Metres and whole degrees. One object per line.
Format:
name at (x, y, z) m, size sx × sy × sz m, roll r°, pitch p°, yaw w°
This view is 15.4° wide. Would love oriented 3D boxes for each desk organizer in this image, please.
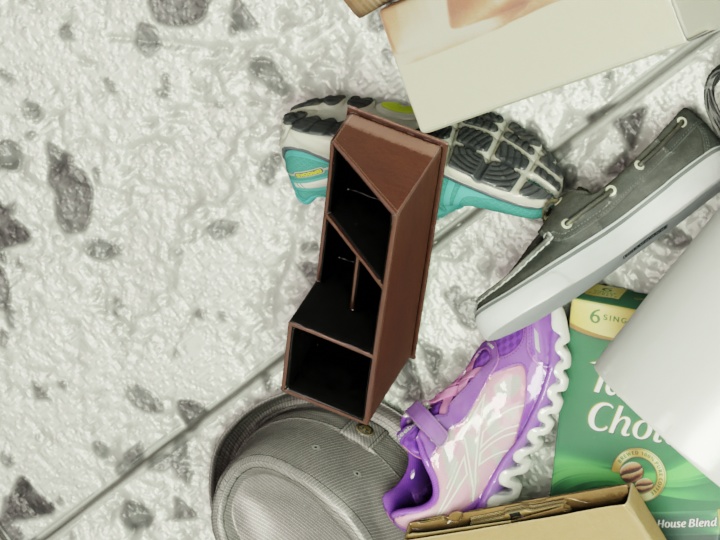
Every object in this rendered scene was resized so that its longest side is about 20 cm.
desk organizer at (0.000, 0.000, 1.738) m, size 0.071 × 0.077 × 0.201 m, roll 21°, pitch 136°, yaw 14°

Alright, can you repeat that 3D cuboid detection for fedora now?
fedora at (-0.024, 0.177, 1.828) m, size 0.200 × 0.090 × 0.177 m, roll 39°, pitch 113°, yaw 7°

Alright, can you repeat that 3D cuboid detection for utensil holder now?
utensil holder at (0.263, 0.033, 1.616) m, size 0.170 × 0.170 × 0.200 m, roll 41°, pitch 95°, yaw 6°

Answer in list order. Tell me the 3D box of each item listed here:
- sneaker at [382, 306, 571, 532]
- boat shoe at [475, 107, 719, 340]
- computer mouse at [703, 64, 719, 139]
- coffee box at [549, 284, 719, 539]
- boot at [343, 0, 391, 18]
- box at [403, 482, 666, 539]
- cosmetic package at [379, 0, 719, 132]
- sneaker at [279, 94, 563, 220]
sneaker at (0.073, 0.100, 1.759) m, size 0.088 × 0.081 × 0.201 m, roll 16°, pitch 103°, yaw -18°
boat shoe at (0.149, -0.029, 1.703) m, size 0.200 × 0.069 × 0.057 m, roll -35°, pitch 79°, yaw -5°
computer mouse at (0.239, -0.163, 1.671) m, size 0.058 × 0.034 × 0.201 m, roll -1°, pitch 101°, yaw 30°
coffee box at (0.189, 0.116, 1.760) m, size 0.122 × 0.044 × 0.201 m, roll 12°, pitch 107°, yaw 17°
boot at (0.017, -0.278, 1.705) m, size 0.155 × 0.077 × 0.200 m, roll -34°, pitch 64°, yaw 9°
box at (0.144, 0.222, 1.760) m, size 0.163 × 0.021 × 0.200 m, roll -13°, pitch 129°, yaw 26°
cosmetic package at (0.126, -0.162, 1.661) m, size 0.199 × 0.103 × 0.088 m, roll -17°, pitch 96°, yaw 33°
sneaker at (0.041, -0.064, 1.764) m, size 0.199 × 0.078 × 0.080 m, roll 12°, pitch 125°, yaw 22°
